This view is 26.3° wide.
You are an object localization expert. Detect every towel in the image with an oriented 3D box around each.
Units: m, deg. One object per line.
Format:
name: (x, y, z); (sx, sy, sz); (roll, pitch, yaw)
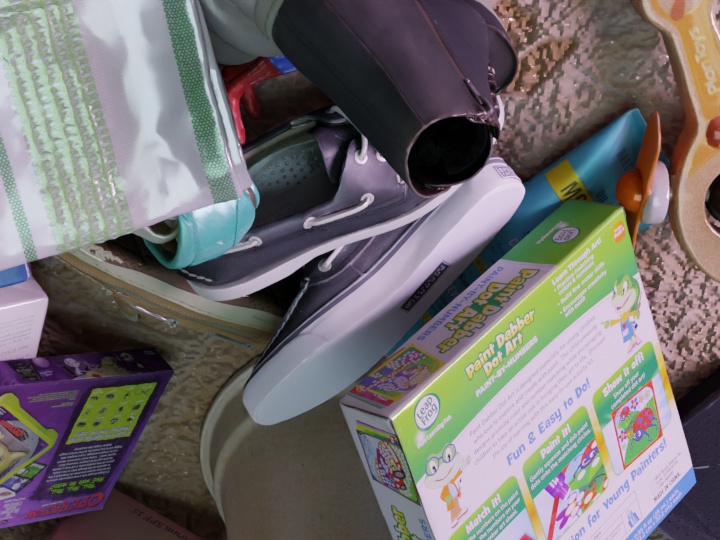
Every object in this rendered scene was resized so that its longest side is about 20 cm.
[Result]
towel: (-0.156, -0.071, 0.662); (0.198, 0.031, 0.151); (-18, 110, -11)

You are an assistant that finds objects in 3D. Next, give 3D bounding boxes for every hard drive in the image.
hard drive: (0.271, 0.144, 1.026); (0.199, 0.043, 0.135); (35, 118, -24)

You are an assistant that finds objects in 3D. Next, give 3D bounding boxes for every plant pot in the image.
plant pot: (-0.004, 0.174, 0.949); (0.198, 0.184, 0.202); (-1, 128, -2)

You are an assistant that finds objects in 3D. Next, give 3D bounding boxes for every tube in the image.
tube: (0.092, -0.016, 0.901); (0.199, 0.051, 0.078); (-32, 129, 13)

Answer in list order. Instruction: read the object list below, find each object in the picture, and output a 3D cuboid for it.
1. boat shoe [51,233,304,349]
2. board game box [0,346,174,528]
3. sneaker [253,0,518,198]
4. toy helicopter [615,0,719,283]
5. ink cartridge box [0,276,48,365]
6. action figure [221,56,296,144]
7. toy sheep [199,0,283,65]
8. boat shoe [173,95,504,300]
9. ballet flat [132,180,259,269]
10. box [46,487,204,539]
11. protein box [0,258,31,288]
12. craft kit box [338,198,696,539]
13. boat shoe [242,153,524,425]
boat shoe: (-0.124, 0.001, 0.888); (0.199, 0.072, 0.076); (27, 133, -21)
board game box: (-0.210, 0.104, 0.904); (0.199, 0.032, 0.121); (-2, 125, -51)
sneaker: (0.036, -0.078, 0.713); (0.075, 0.107, 0.199); (-45, 158, 21)
toy helicopter: (0.187, -0.080, 0.840); (0.131, 0.079, 0.201); (-23, 111, 7)
ink cartridge box: (-0.264, 0.083, 0.909); (0.116, 0.067, 0.201); (-14, 137, -40)
action figure: (0.013, -0.133, 0.794); (0.199, 0.065, 0.052); (-33, 100, 22)
toy sheep: (-0.053, -0.166, 0.729); (0.199, 0.139, 0.138); (-26, 125, 35)
boat shoe: (-0.016, -0.052, 0.819); (0.199, 0.076, 0.060); (-34, 150, 0)
ballet flat: (-0.134, -0.081, 0.751); (0.200, 0.070, 0.067); (48, 146, -5)
box: (-0.173, 0.251, 0.971); (0.127, 0.200, 0.109); (29, 123, 1)
protein box: (-0.275, -0.083, 0.713); (0.197, 0.135, 0.202); (-15, 110, -10)
craft kit box: (0.096, 0.097, 0.849); (0.048, 0.200, 0.199); (15, 133, 44)
boat shoe: (0.000, 0.000, 0.866); (0.200, 0.068, 0.072); (-46, 155, 7)
